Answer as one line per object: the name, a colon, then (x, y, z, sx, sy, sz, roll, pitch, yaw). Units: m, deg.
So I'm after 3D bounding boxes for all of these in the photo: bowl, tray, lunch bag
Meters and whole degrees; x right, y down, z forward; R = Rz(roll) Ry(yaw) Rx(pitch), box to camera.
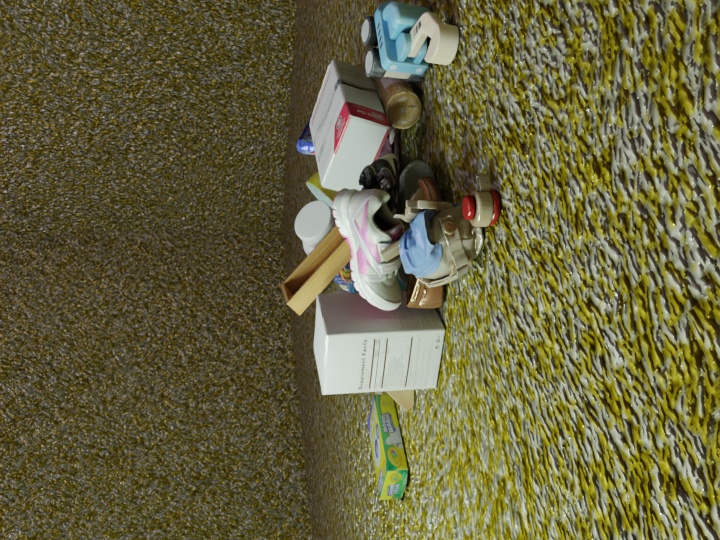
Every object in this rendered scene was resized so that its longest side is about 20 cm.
bowl: (-0.010, -0.157, 1.488, 0.108, 0.200, 0.200, -48, 12, -4)
tray: (-0.058, -0.020, 1.244, 0.200, 0.037, 0.099, -46, 21, 3)
lunch bag: (-0.044, -0.267, 1.454, 0.201, 0.146, 0.097, -73, -13, -65)

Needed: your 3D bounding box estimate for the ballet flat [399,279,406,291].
ballet flat: (0.067, -0.042, 1.239, 0.067, 0.068, 0.206, -102, -1, -87)

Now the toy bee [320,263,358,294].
toy bee: (0.000, 0.000, 1.301, 0.130, 0.196, 0.112, 12, 99, 56)

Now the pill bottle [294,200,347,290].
pill bottle: (-0.047, -0.050, 1.389, 0.200, 0.109, 0.113, 46, -151, -51)

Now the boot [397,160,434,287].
boot: (0.091, -0.078, 1.175, 0.096, 0.071, 0.206, -125, 40, -85)

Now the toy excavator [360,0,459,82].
toy excavator: (0.082, -0.374, 1.116, 0.200, 0.097, 0.200, 129, 137, -60)

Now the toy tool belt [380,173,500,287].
toy tool belt: (0.101, -0.051, 0.957, 0.200, 0.119, 0.128, 119, 148, -68)

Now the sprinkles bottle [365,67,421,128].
sprinkles bottle: (0.057, -0.328, 1.279, 0.202, 0.066, 0.070, -108, 20, -54)

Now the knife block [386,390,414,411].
knife block: (0.013, 0.158, 1.297, 0.064, 0.170, 0.206, -144, 53, -76)

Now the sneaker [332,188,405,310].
sneaker: (0.029, -0.033, 1.071, 0.081, 0.087, 0.204, -42, -64, -50)

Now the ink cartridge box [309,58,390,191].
ink cartridge box: (-0.025, -0.259, 1.258, 0.203, 0.081, 0.147, -103, 31, -46)

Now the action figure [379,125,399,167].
action figure: (0.053, -0.145, 1.331, 0.203, 0.147, 0.134, 60, 180, 28)

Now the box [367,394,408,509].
box: (0.055, 0.373, 1.436, 0.119, 0.047, 0.203, 99, 163, -45)

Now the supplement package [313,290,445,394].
supplement package: (0.026, 0.117, 1.165, 0.122, 0.194, 0.123, -109, 21, -58)

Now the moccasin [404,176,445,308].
moccasin: (0.095, -0.042, 1.097, 0.074, 0.075, 0.207, -122, 32, -69)

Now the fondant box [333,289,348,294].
fondant box: (0.010, 0.111, 1.480, 0.147, 0.057, 0.200, 67, 170, -7)

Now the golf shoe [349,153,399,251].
golf shoe: (0.034, -0.092, 1.149, 0.089, 0.075, 0.204, -56, -19, -51)
